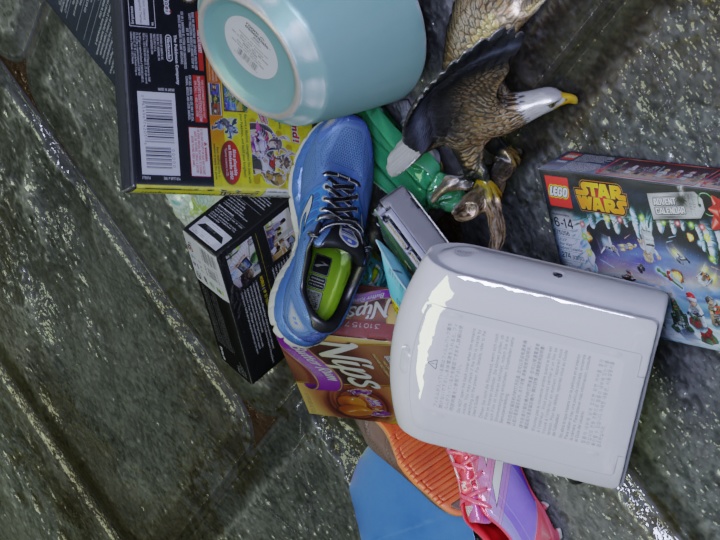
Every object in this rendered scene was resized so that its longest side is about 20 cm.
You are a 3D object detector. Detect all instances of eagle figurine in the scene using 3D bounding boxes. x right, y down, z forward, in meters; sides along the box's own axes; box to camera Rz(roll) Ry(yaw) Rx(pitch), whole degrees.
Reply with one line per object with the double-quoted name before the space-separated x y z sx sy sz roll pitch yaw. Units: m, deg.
"eagle figurine" 0.093 -0.140 1.466 0.152 0.151 0.200 47 159 46

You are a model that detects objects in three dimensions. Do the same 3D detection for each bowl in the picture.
"bowl" -0.055 -0.195 1.523 0.201 0.105 0.201 33 146 26

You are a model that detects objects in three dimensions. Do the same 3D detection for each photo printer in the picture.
"photo printer" 0.123 0.070 1.459 0.199 0.069 0.167 13 117 9

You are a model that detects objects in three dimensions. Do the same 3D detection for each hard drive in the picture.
"hard drive" 0.068 0.011 1.611 0.140 0.038 0.200 53 177 12

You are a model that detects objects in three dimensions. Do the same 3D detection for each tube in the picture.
"tube" 0.057 0.058 1.584 0.077 0.050 0.200 53 172 41

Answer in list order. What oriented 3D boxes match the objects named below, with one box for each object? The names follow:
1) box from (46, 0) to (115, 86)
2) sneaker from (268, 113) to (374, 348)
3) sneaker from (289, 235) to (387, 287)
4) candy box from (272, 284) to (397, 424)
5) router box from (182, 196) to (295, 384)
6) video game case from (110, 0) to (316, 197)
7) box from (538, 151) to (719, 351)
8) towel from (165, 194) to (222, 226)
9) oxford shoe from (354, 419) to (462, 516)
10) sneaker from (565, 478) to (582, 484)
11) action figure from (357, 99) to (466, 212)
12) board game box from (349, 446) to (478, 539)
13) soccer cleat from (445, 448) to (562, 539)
"box" -0.165 -0.237 1.716 0.200 0.148 0.107 51 146 16
"sneaker" -0.018 -0.035 1.578 0.089 0.078 0.201 -9 71 65
"sneaker" 0.000 0.000 1.705 0.080 0.078 0.200 29 169 32
"candy box" -0.002 0.076 1.709 0.116 0.057 0.200 6 157 11
"router box" -0.075 -0.007 1.729 0.051 0.149 0.200 38 156 30
"video game case" -0.122 -0.162 1.610 0.025 0.180 0.201 -19 73 58
"box" 0.230 -0.014 1.449 0.200 0.040 0.137 11 122 50
"towel" -0.149 -0.123 1.875 0.200 0.048 0.172 -3 113 54
"oxford shoe" 0.049 0.162 1.817 0.200 0.071 0.073 52 157 27
"sneaker" 0.144 0.090 1.591 0.115 0.076 0.201 36 155 35
"action figure" 0.020 -0.113 1.645 0.200 0.055 0.118 45 143 29
"board game box" 0.065 0.252 1.867 0.158 0.039 0.201 -27 71 45
"soccer cleat" 0.111 0.186 1.731 0.067 0.076 0.200 -25 94 57
